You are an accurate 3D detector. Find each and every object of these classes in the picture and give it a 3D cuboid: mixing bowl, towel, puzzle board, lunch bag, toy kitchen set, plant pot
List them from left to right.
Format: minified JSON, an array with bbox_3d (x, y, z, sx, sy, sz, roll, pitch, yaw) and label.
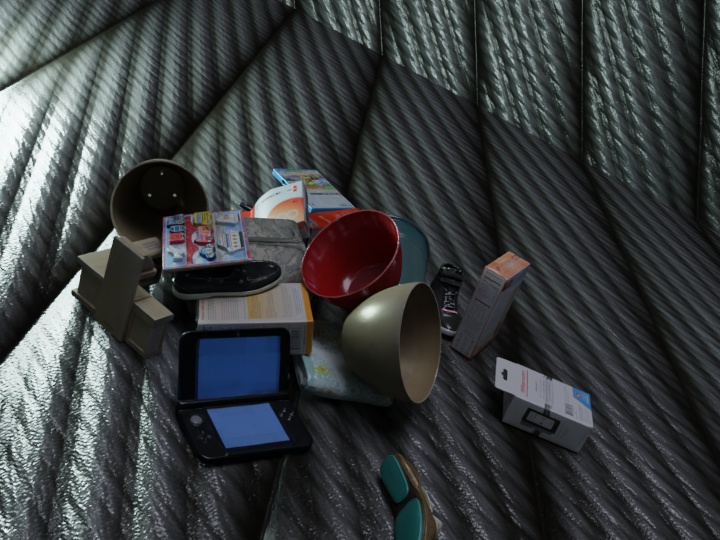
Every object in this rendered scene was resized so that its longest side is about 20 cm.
[{"bbox_3d":[-0.355,0.007,1.419,0.199,0.165,0.180,35,30,23],"label":"toy kitchen set"},{"bbox_3d":[-0.401,-0.146,1.673,0.185,0.190,0.200,13,14,-16],"label":"plant pot"},{"bbox_3d":[-0.276,-0.059,1.473,0.148,0.018,0.201,-7,31,-9],"label":"puzzle board"},{"bbox_3d":[-0.194,-0.001,1.597,0.197,0.140,0.169,3,50,-30],"label":"lunch bag"},{"bbox_3d":[-0.040,0.162,1.502,0.169,0.049,0.201,10,30,-20],"label":"towel"},{"bbox_3d":[0.000,0.000,1.525,0.109,0.199,0.201,57,-1,-42],"label":"mixing bowl"},{"bbox_3d":[0.045,0.122,1.424,0.133,0.204,0.200,0,18,26],"label":"plant pot"},{"bbox_3d":[0.054,0.026,1.677,0.197,0.202,0.197,14,36,-15],"label":"plant pot"}]

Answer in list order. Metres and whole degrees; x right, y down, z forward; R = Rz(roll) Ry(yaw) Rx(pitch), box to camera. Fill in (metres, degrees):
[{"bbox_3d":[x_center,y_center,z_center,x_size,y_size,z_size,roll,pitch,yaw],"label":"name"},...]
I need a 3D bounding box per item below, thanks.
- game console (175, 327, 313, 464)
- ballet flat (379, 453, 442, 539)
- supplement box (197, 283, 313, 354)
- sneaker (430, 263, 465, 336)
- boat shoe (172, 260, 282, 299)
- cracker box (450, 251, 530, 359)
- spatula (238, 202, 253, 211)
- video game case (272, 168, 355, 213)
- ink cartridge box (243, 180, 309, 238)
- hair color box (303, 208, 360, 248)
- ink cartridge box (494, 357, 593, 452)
[{"bbox_3d":[-0.174,0.188,1.278,0.198,0.120,0.171,0,34,-35],"label":"game console"},{"bbox_3d":[0.082,0.359,1.236,0.072,0.068,0.201,31,18,-27],"label":"ballet flat"},{"bbox_3d":[-0.187,0.085,1.456,0.197,0.074,0.127,0,32,-10],"label":"supplement box"},{"bbox_3d":[0.190,0.055,1.806,0.070,0.100,0.201,17,29,-12],"label":"sneaker"},{"bbox_3d":[-0.231,-0.001,1.451,0.196,0.067,0.075,-5,34,-16],"label":"boat shoe"},{"bbox_3d":[0.269,0.071,1.724,0.057,0.202,0.133,32,28,21],"label":"cracker box"},{"bbox_3d":[-0.193,-0.114,1.910,0.197,0.021,0.057,22,15,5],"label":"spatula"},{"bbox_3d":[-0.121,-0.205,2.133,0.142,0.018,0.200,-4,37,-40],"label":"video game case"},{"bbox_3d":[-0.207,-0.110,1.745,0.197,0.051,0.163,-12,37,2],"label":"ink cartridge box"},{"bbox_3d":[-0.069,-0.075,1.846,0.061,0.103,0.198,38,31,31],"label":"hair color box"},{"bbox_3d":[0.338,0.255,1.590,0.198,0.069,0.116,23,27,1],"label":"ink cartridge box"}]
